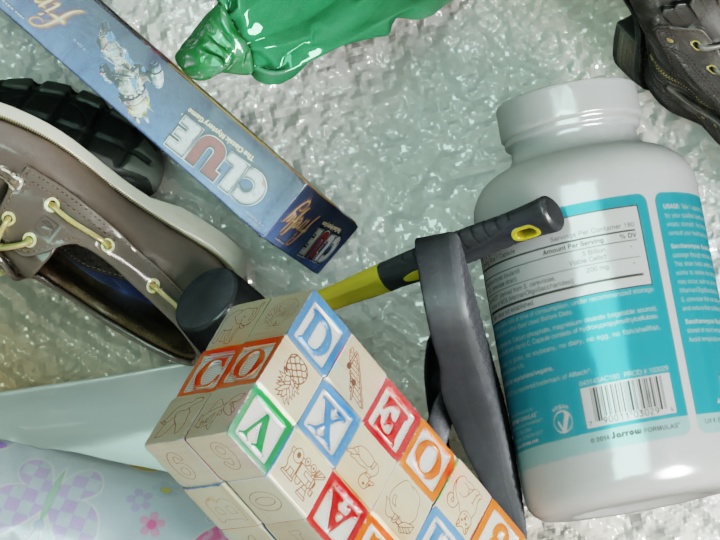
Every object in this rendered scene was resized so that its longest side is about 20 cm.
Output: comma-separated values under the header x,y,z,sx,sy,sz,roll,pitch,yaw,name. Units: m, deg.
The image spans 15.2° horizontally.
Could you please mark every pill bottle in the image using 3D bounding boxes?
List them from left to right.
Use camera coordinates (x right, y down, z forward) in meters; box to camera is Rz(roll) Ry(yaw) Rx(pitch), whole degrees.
x,y,z,sx,sy,sz,roll,pitch,yaw,name
0.116,0.013,1.286,0.110,0.111,0.201,-11,80,8,pill bottle

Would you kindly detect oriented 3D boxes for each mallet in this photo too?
x,y,z,sx,sy,sz,roll,pitch,yaw,name
0.000,0.000,1.267,0.199,0.066,0.041,-28,39,32,mallet

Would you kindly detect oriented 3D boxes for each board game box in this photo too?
x,y,z,sx,sy,sz,roll,pitch,yaw,name
-0.096,-0.082,1.324,0.200,0.135,0.035,41,91,13,board game box

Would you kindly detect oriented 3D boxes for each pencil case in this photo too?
x,y,z,sx,sy,sz,roll,pitch,yaw,name
-0.112,0.140,1.294,0.199,0.083,0.091,13,65,12,pencil case

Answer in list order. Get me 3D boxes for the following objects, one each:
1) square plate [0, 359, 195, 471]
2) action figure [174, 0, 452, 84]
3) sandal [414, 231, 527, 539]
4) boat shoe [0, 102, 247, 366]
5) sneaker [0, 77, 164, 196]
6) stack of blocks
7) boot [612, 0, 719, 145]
x,y,z,sx,sy,sz,roll,pitch,yaw,name
-0.092,0.146,1.347,0.199,0.028,0.199,-10,80,8,square plate
-0.014,-0.149,1.304,0.200,0.055,0.119,-39,115,-31,action figure
0.044,0.060,1.266,0.043,0.201,0.076,-12,42,5,sandal
-0.149,-0.020,1.317,0.199,0.072,0.060,30,56,-20,boat shoe
-0.198,-0.059,1.383,0.199,0.075,0.080,14,114,5,sneaker
-0.007,0.121,1.221,0.058,0.200,0.115,-12,37,44,stack of blocks
0.194,-0.083,1.250,0.069,0.200,0.174,-38,70,-8,boot
